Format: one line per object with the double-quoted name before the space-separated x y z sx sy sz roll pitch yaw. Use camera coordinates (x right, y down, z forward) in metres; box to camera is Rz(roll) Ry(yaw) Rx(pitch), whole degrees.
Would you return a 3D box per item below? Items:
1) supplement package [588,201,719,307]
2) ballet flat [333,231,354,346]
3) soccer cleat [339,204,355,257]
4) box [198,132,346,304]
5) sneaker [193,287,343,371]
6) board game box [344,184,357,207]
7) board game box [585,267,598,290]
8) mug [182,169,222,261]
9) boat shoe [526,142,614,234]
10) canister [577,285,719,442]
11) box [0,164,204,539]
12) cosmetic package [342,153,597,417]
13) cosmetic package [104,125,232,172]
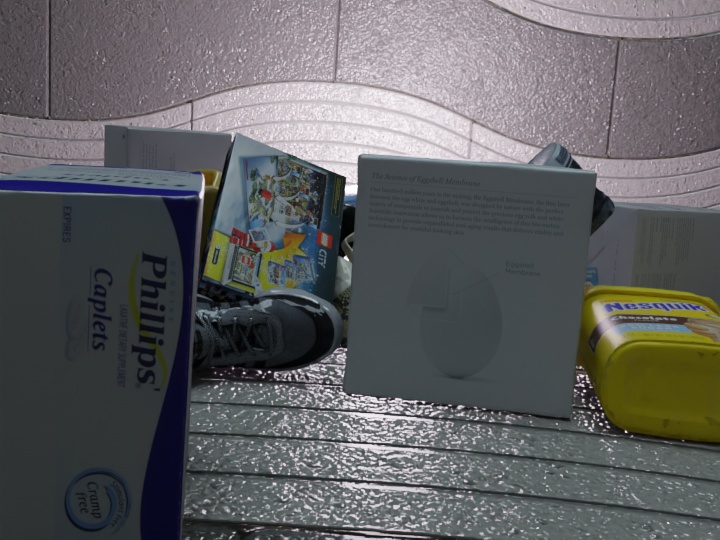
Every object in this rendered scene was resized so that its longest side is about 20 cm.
"supplement package" 0.397 -0.013 1.102 0.196 0.156 0.150 0 9 -25
"ballet flat" 0.000 0.000 0.894 0.067 0.076 0.201 -31 14 42
"soccer cleat" -0.070 -0.002 0.904 0.199 0.068 0.081 -38 24 -12
"box" -0.089 -0.039 0.834 0.134 0.203 0.038 21 -40 -18
"sneaker" -0.119 0.060 0.692 0.195 0.077 0.114 0 8 17
"board game box" -0.047 -0.077 1.020 0.196 0.037 0.151 -13 12 -10
"board game box" 0.141 0.030 0.894 0.149 0.038 0.198 -4 -4 -41
"mug" -0.228 -0.023 0.944 0.150 0.153 0.187 -3 20 18
"boat shoe" 0.161 -0.035 0.819 0.091 0.200 0.071 41 41 -9
"canister" 0.270 0.077 0.712 0.145 0.089 0.200 5 11 7
"box" -0.143 0.040 0.440 0.102 0.189 0.200 3 9 -12
"cosmetic package" 0.093 0.004 0.709 0.194 0.205 0.123 6 9 7
"cosmetic package" -0.346 -0.150 1.425 0.197 0.204 0.122 -3 12 -39
